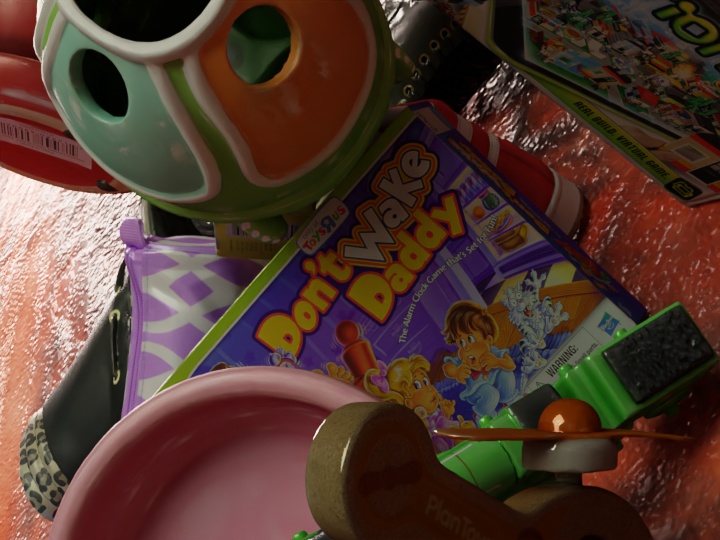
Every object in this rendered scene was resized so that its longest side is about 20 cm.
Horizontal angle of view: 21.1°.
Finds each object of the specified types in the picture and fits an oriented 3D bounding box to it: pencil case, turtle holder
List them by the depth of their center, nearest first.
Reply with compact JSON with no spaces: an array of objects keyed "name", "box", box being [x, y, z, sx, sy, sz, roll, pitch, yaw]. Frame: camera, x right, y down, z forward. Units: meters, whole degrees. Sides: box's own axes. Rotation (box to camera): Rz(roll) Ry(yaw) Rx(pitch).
[{"name":"turtle holder","box":[-0.074,-0.111,0.805,0.140,0.132,0.186,-33,67,6]},{"name":"pencil case","box":[-0.090,0.079,0.952,0.084,0.085,0.202,2,85,63]}]

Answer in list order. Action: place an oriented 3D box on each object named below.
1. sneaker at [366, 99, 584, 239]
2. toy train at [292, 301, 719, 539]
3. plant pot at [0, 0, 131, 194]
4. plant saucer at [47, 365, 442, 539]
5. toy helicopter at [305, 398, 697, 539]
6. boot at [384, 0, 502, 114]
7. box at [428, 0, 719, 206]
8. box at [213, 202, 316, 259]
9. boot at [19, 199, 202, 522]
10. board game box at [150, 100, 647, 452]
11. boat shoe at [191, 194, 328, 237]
[{"name":"sneaker","box":[0.000,0.000,0.927,0.200,0.112,0.071,-44,29,21]},{"name":"toy train","box":[0.054,0.073,0.740,0.199,0.042,0.056,-30,-13,-21]},{"name":"plant pot","box":[-0.192,-0.160,1.315,0.200,0.200,0.184,-8,61,54]},{"name":"plant saucer","box":[-0.035,0.141,0.807,0.201,0.200,0.051,-51,-16,9]},{"name":"toy helicopter","box":[0.052,0.091,0.663,0.079,0.200,0.133,5,66,41]},{"name":"boot","box":[0.055,-0.108,1.011,0.139,0.077,0.200,-65,16,-8]},{"name":"box","box":[0.109,-0.100,0.769,0.110,0.200,0.035,-15,48,51]},{"name":"box","box":[-0.041,-0.111,0.911,0.075,0.050,0.202,97,176,-72]},{"name":"boot","box":[-0.140,0.040,1.152,0.154,0.073,0.204,-45,28,26]},{"name":"board game box","box":[0.008,0.046,0.845,0.200,0.134,0.045,-48,-6,15]},{"name":"boat shoe","box":[-0.045,-0.043,1.040,0.072,0.065,0.200,-52,6,-25]}]
